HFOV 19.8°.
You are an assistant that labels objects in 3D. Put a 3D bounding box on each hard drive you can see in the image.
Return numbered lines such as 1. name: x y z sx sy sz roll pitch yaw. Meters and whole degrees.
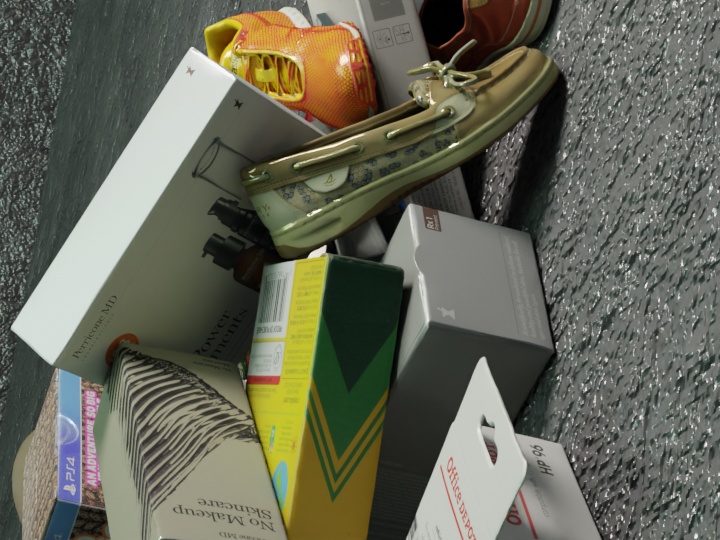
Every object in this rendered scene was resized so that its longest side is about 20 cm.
1. hard drive: 0.000 0.000 1.368 0.200 0.026 0.133 -114 11 -59

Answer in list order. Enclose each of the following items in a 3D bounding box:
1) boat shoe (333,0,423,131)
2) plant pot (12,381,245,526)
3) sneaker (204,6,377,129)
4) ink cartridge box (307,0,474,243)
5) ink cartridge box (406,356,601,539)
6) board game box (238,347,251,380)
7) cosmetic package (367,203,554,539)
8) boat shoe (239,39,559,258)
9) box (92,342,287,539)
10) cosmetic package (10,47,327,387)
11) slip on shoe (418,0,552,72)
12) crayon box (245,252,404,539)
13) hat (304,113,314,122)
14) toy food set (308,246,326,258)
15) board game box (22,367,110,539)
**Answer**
1. boat shoe: -0.007 -0.148 1.549 0.072 0.070 0.202 -124 45 -68
2. plant pot: -0.158 0.145 1.695 0.200 0.186 0.188 -46 32 36
3. sneaker: -0.045 -0.124 1.329 0.200 0.077 0.074 -156 55 -63
4. ink cartridge box: 0.005 -0.111 1.383 0.176 0.044 0.202 162 93 -72
5. ink cartridge box: 0.067 0.160 1.055 0.116 0.067 0.201 -108 34 -61
6. board game box: -0.068 -0.009 1.433 0.105 0.023 0.200 -55 -16 -21
7. cosmetic package: 0.034 0.072 1.216 0.107 0.089 0.201 -95 27 -46
8. boat shoe: 0.025 -0.082 1.217 0.199 0.063 0.073 -33 9 -5
9. box: -0.098 0.124 1.164 0.200 0.081 0.069 -115 41 -58
10. cosmetic package: -0.101 -0.016 1.263 0.052 0.150 0.201 36 94 38
11. slip on shoe: 0.063 -0.160 1.342 0.200 0.061 0.075 150 129 -71
12. crayon box: -0.031 0.096 1.183 0.127 0.050 0.202 174 106 -70
13. hat: -0.043 -0.104 1.615 0.199 0.166 0.176 27 71 39
14. toy food set: -0.033 0.071 1.425 0.200 0.060 0.145 88 -172 -64
15. board game box: -0.144 0.175 1.534 0.160 0.198 0.097 -102 30 -57
